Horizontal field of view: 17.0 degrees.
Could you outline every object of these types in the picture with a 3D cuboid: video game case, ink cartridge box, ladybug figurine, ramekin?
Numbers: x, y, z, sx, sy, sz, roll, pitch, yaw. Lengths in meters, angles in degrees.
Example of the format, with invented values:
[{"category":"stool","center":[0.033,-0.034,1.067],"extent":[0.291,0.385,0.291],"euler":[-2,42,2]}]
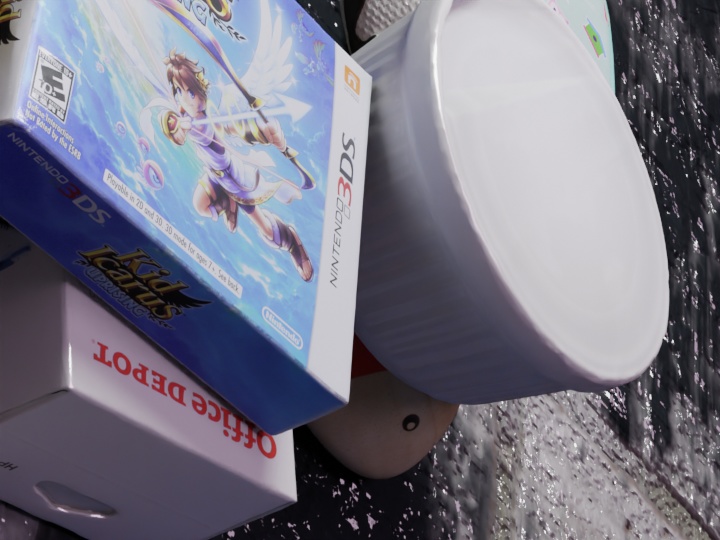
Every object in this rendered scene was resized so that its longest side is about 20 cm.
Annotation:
[{"category":"video game case","center":[-0.073,-0.063,0.956],"extent":[0.200,0.045,0.182],"euler":[43,37,-37]},{"category":"ink cartridge box","center":[-0.104,-0.002,0.996],"extent":[0.146,0.086,0.201],"euler":[32,43,-47]},{"category":"ladybug figurine","center":[0.000,0.000,1.183],"extent":[0.136,0.072,0.201],"euler":[-5,75,-60]},{"category":"ramekin","center":[0.054,-0.031,1.124],"extent":[0.202,0.094,0.203],"euler":[36,43,-43]}]

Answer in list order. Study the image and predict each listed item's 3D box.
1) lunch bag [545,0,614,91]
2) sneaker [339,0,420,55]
[{"category":"lunch bag","center":[0.071,-0.143,1.399],"extent":[0.200,0.077,0.161],"euler":[34,47,-43]},{"category":"sneaker","center":[0.041,-0.078,1.263],"extent":[0.088,0.075,0.201],"euler":[-65,137,-78]}]
